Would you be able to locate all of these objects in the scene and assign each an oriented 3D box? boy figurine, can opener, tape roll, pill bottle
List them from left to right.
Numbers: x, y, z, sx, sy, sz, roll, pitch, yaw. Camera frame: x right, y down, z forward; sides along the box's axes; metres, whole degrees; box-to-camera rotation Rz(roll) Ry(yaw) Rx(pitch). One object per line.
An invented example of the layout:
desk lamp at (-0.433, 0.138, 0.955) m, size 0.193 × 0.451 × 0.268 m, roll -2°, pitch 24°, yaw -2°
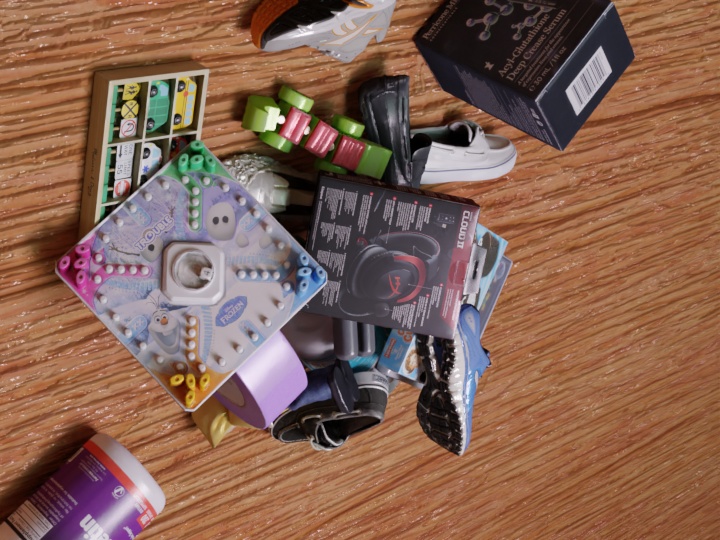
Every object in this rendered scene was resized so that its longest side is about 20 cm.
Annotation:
pill bottle at (-0.314, 0.280, 1.572) m, size 0.200 × 0.112 × 0.113 m, roll -45°, pitch 142°, yaw -17°
tape roll at (-0.148, 0.073, 1.540) m, size 0.066 × 0.199 × 0.201 m, roll -43°, pitch 141°, yaw -18°
boy figurine at (-0.105, 0.155, 1.677) m, size 0.124 × 0.198 × 0.065 m, roll -64°, pitch 134°, yaw -70°
pill bottle at (-0.018, 0.088, 1.777) m, size 0.111 × 0.110 × 0.200 m, roll -51°, pitch 144°, yaw -8°
can opener at (0.000, 0.000, 1.637) m, size 0.053 × 0.066 × 0.203 m, roll -7°, pitch 96°, yaw -41°

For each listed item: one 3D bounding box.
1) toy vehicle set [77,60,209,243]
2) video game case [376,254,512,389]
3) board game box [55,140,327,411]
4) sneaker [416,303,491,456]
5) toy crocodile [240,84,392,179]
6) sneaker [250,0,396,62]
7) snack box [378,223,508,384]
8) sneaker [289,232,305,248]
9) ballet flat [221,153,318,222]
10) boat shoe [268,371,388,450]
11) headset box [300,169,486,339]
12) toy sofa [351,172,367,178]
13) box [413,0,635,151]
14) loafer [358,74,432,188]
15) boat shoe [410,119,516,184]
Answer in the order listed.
toy vehicle set at (-0.220, -0.108, 1.470) m, size 0.123 × 0.026 × 0.202 m, roll -16°, pitch 127°, yaw -42°
video game case at (0.109, 0.054, 1.814) m, size 0.181 × 0.023 × 0.202 m, roll 27°, pitch 85°, yaw -56°
board game box at (-0.165, 0.000, 1.438) m, size 0.200 × 0.200 × 0.026 m, roll -43°, pitch 176°, yaw -17°
sneaker at (0.120, 0.129, 1.719) m, size 0.089 × 0.078 × 0.202 m, roll -27°, pitch 130°, yaw -38°
toy crocodile at (-0.046, -0.146, 1.594) m, size 0.199 × 0.062 × 0.068 m, roll 23°, pitch 99°, yaw -35°
sneaker at (-0.033, -0.254, 1.547) m, size 0.199 × 0.076 × 0.093 m, roll -26°, pitch 138°, yaw -34°
snack box at (0.100, 0.037, 1.742) m, size 0.116 × 0.037 × 0.202 m, roll 25°, pitch 88°, yaw -55°
sneaker at (-0.098, -0.006, 1.622) m, size 0.199 × 0.080 × 0.072 m, roll 19°, pitch 102°, yaw -45°
ballet flat at (-0.085, -0.088, 1.610) m, size 0.199 × 0.071 × 0.073 m, roll 2°, pitch 114°, yaw -50°
boat shoe at (-0.045, 0.182, 1.765) m, size 0.070 × 0.199 × 0.064 m, roll 24°, pitch 54°, yaw -34°
headset box at (0.038, -0.016, 1.579) m, size 0.075 × 0.197 × 0.151 m, roll -105°, pitch -155°, yaw -80°
toy sofa at (0.019, -0.026, 1.776) m, size 0.082 × 0.098 × 0.200 m, roll -33°, pitch 144°, yaw 6°
box at (0.190, -0.258, 1.692) m, size 0.149 × 0.199 × 0.107 m, roll -52°, pitch 142°, yaw -9°
loafer at (0.052, -0.134, 1.694) m, size 0.069 × 0.068 × 0.202 m, roll -12°, pitch 120°, yaw 8°
boat shoe at (0.127, -0.153, 1.802) m, size 0.199 × 0.073 × 0.066 m, roll -15°, pitch 131°, yaw -44°
